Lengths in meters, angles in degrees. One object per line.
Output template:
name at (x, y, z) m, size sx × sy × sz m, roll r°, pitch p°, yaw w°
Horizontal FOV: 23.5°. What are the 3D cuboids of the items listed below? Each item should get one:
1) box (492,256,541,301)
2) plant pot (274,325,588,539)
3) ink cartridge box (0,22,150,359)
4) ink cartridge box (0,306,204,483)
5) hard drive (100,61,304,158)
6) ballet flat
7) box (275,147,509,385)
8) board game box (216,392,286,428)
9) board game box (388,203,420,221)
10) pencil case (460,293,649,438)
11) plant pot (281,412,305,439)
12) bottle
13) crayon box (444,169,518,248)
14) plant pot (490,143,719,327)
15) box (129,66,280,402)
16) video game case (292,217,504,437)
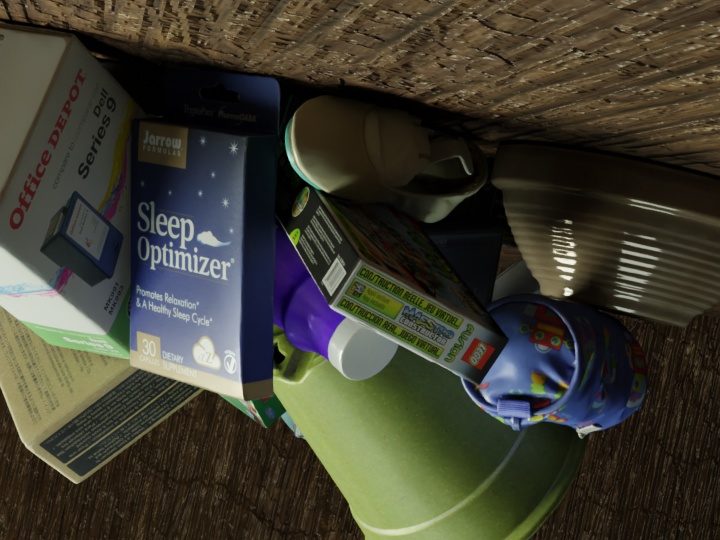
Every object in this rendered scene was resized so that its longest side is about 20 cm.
box at (0.137, 0.036, 1.437) m, size 0.036 × 0.144 × 0.200 m, roll 57°, pitch -162°, yaw 16°
plant pot at (0.030, 0.089, 1.231) m, size 0.190 × 0.200 × 0.200 m, roll 48°, pitch 161°, yaw -27°
ink cartridge box at (-0.200, -0.049, 1.149) m, size 0.087 × 0.146 × 0.200 m, roll 9°, pitch 158°, yaw 28°
ink cartridge box at (-0.195, 0.029, 1.283) m, size 0.075 × 0.164 × 0.200 m, roll 50°, pitch -175°, yaw -48°
hard drive at (-0.105, -0.098, 1.228) m, size 0.199 × 0.038 × 0.140 m, roll 12°, pitch 168°, yaw 27°
ballet flat at (0.026, -0.074, 1.097) m, size 0.069 × 0.070 × 0.200 m, roll 12°, pitch -179°, yaw 28°
box at (0.010, -0.007, 1.067) m, size 0.110 × 0.035 × 0.200 m, roll 28°, pitch -168°, yaw -24°
board game box at (-0.147, 0.043, 1.468) m, size 0.200 × 0.029 × 0.135 m, roll 29°, pitch 150°, yaw 50°
board game box at (0.000, 0.000, 1.337) m, size 0.045 × 0.134 × 0.200 m, roll 57°, pitch -178°, yaw 37°
pencil case at (0.129, 0.064, 1.121) m, size 0.077 × 0.088 × 0.200 m, roll 0°, pitch 174°, yaw 22°
plant pot at (-0.031, 0.027, 1.532) m, size 0.196 × 0.196 × 0.200 m, roll 56°, pitch -168°, yaw 18°
bottle at (-0.049, -0.002, 1.143) m, size 0.083 × 0.065 × 0.200 m, roll 25°, pitch -167°, yaw -48°
crayon box at (0.069, -0.058, 1.452) m, size 0.125 × 0.052 × 0.199 m, roll 14°, pitch 179°, yaw -41°
plant pot at (0.179, -0.017, 1.153) m, size 0.199 × 0.093 × 0.201 m, roll 12°, pitch 179°, yaw 0°
box at (-0.102, -0.026, 1.111) m, size 0.032 × 0.202 × 0.121 m, roll -6°, pitch -167°, yaw -43°
video game case at (0.026, 0.046, 1.313) m, size 0.142 × 0.201 × 0.019 m, roll -3°, pitch -139°, yaw -12°
